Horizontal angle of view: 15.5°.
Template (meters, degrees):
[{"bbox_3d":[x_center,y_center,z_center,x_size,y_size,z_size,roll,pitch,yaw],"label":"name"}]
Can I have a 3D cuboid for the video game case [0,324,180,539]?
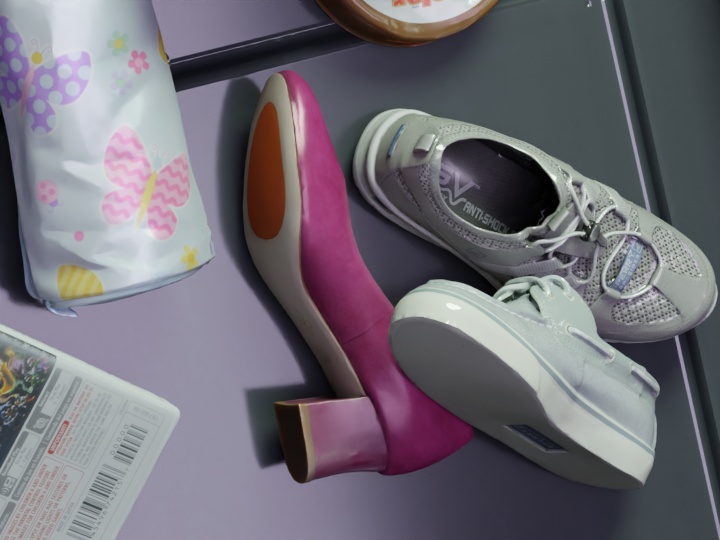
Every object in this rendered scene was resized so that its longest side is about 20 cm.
[{"bbox_3d":[-0.193,0.119,1.178,0.181,0.023,0.201,28,91,-42],"label":"video game case"}]

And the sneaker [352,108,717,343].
[{"bbox_3d":[0.092,-0.016,1.294,0.199,0.082,0.075,22,85,-18],"label":"sneaker"}]

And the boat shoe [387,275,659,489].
[{"bbox_3d":[0.082,0.041,1.277,0.201,0.070,0.072,37,61,-46],"label":"boat shoe"}]

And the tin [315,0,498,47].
[{"bbox_3d":[0.018,-0.210,1.286,0.111,0.042,0.201,-9,95,-14],"label":"tin"}]

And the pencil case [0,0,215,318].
[{"bbox_3d":[-0.130,-0.082,1.214,0.090,0.083,0.201,-19,99,-24],"label":"pencil case"}]

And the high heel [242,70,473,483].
[{"bbox_3d":[0.000,0.000,1.279,0.096,0.067,0.201,-10,102,-26],"label":"high heel"}]
